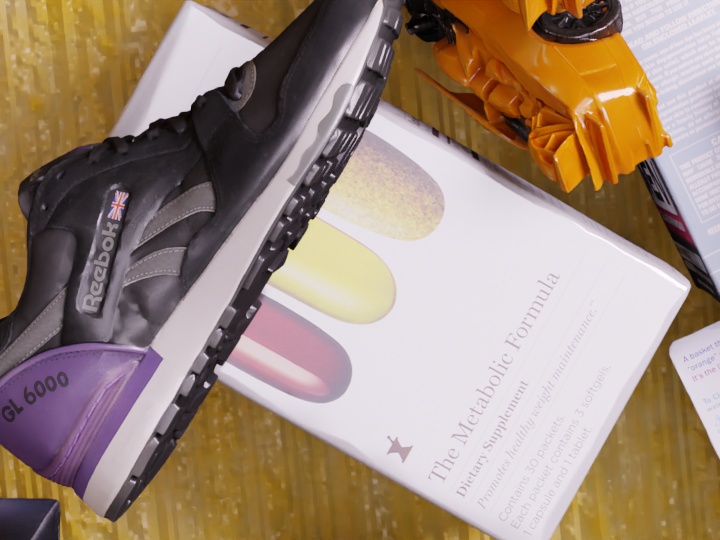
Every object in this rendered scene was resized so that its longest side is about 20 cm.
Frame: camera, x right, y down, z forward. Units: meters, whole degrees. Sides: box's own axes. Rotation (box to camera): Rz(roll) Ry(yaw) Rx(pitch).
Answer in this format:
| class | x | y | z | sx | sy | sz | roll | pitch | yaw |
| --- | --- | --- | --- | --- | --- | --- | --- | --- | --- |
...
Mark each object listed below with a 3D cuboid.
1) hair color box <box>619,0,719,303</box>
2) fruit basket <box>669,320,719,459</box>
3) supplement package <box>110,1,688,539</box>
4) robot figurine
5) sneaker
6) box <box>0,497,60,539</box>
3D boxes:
| class | x | y | z | sx | sy | sz | roll | pitch | yaw |
| --- | --- | --- | --- | --- | --- | --- | --- | --- | --- |
| hair color box | 0.109 | -0.091 | 1.028 | 0.060 | 0.099 | 0.201 | -26 | 94 | 2 |
| fruit basket | 0.233 | 0.078 | 1.006 | 0.184 | 0.094 | 0.201 | -27 | 79 | 3 |
| supplement package | 0.000 | 0.000 | 1.021 | 0.199 | 0.110 | 0.114 | 29 | 93 | -2 |
| robot figurine | 0.027 | -0.115 | 0.976 | 0.058 | 0.200 | 0.146 | -31 | 133 | -17 |
| sneaker | -0.064 | -0.024 | 0.922 | 0.087 | 0.076 | 0.201 | 32 | 93 | 4 |
| box | -0.211 | 0.151 | 0.993 | 0.197 | 0.200 | 0.124 | -1 | 95 | -1 |
